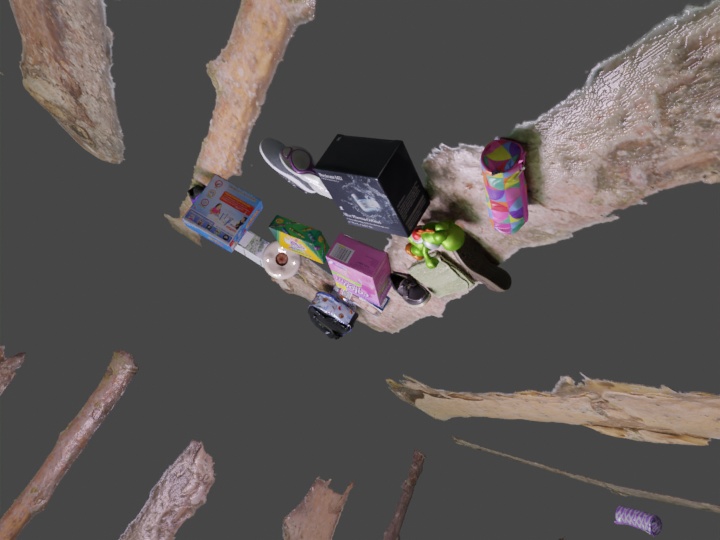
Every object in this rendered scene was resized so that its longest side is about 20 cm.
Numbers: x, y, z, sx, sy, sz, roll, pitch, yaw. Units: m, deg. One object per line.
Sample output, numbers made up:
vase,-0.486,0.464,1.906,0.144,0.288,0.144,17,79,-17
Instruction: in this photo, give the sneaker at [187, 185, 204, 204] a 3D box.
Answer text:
sneaker,-0.614,-0.272,2.175,0.099,0.070,0.200,42,154,-6

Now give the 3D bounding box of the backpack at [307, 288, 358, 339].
backpack,-0.110,0.161,2.261,0.188,0.156,0.200,27,154,-9

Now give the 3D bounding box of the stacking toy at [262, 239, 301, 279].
stacking toy,-0.291,-0.042,2.167,0.145,0.148,0.200,33,179,-2

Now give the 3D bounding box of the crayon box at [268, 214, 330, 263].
crayon box,-0.206,-0.107,1.937,0.197,0.059,0.119,21,156,29

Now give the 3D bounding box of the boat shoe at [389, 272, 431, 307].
boat shoe,0.143,0.055,1.735,0.065,0.072,0.200,49,173,-27

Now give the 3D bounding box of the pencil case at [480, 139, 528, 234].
pencil case,0.278,-0.156,1.085,0.087,0.089,0.201,21,158,29

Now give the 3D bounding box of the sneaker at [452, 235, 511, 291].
sneaker,0.284,-0.010,1.414,0.199,0.071,0.075,40,159,-16

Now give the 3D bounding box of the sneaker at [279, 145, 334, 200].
sneaker,-0.129,-0.247,1.491,0.198,0.076,0.100,34,158,-1

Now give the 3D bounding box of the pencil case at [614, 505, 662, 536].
pencil case,1.203,1.084,2.465,0.083,0.086,0.199,36,160,-15

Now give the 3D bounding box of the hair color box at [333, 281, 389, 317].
hair color box,0.002,0.085,2.054,0.198,0.061,0.100,32,160,2

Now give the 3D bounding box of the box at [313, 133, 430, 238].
box,0.029,-0.196,1.315,0.194,0.118,0.201,16,152,38

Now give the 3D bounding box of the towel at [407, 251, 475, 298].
towel,0.222,0.016,1.613,0.148,0.037,0.200,38,159,-11

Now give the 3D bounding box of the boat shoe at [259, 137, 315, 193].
boat shoe,-0.196,-0.278,1.544,0.198,0.071,0.066,33,159,-22

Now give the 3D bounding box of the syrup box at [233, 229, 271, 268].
syrup box,-0.414,-0.086,2.261,0.198,0.079,0.082,31,159,5

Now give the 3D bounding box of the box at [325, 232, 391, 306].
box,0.000,0.000,1.817,0.173,0.098,0.201,25,158,21

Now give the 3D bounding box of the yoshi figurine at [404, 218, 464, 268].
yoshi figurine,0.184,-0.072,1.358,0.114,0.110,0.200,65,167,-2

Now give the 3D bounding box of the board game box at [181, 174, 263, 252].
board game box,-0.465,-0.195,1.929,0.197,0.198,0.056,29,160,11
